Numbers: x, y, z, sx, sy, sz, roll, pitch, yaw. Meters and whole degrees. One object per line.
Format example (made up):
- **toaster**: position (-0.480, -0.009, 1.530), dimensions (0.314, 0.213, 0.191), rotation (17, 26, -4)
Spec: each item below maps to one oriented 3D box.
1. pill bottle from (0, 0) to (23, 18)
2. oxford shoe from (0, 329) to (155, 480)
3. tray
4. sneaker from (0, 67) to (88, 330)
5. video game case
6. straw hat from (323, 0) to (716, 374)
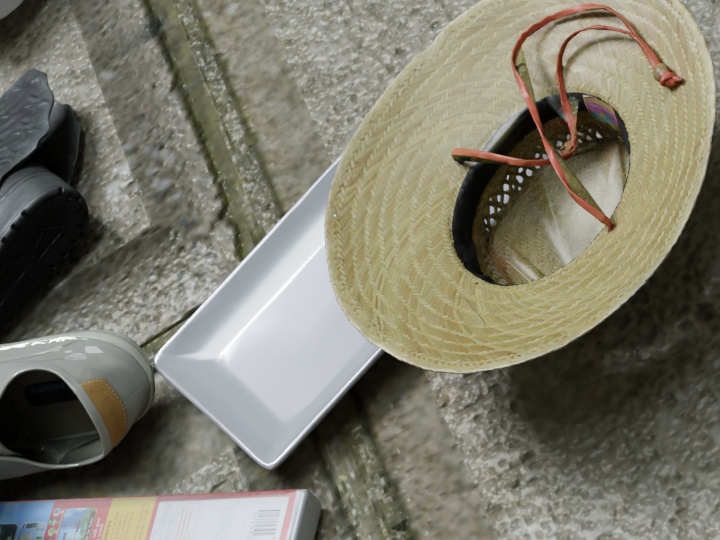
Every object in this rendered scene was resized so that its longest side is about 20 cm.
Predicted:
- **pill bottle**: position (-0.271, -0.204, 1.575), dimensions (0.200, 0.112, 0.112), rotation (25, 74, 41)
- **oxford shoe**: position (-0.194, 0.076, 1.346), dimensions (0.199, 0.075, 0.058), rotation (-14, 26, 21)
- **tray**: position (0.000, 0.000, 1.315), dimensions (0.200, 0.022, 0.107), rotation (-47, 45, -5)
- **sneaker**: position (-0.213, -0.012, 1.440), dimensions (0.200, 0.060, 0.104), rotation (-44, 45, -7)
- **video game case**: position (-0.120, 0.169, 1.274), dimensions (0.199, 0.017, 0.143), rotation (-5, 57, 30)
- **straw hat**: position (0.089, -0.027, 1.232), dimensions (0.201, 0.085, 0.202), rotation (-17, 55, 25)
